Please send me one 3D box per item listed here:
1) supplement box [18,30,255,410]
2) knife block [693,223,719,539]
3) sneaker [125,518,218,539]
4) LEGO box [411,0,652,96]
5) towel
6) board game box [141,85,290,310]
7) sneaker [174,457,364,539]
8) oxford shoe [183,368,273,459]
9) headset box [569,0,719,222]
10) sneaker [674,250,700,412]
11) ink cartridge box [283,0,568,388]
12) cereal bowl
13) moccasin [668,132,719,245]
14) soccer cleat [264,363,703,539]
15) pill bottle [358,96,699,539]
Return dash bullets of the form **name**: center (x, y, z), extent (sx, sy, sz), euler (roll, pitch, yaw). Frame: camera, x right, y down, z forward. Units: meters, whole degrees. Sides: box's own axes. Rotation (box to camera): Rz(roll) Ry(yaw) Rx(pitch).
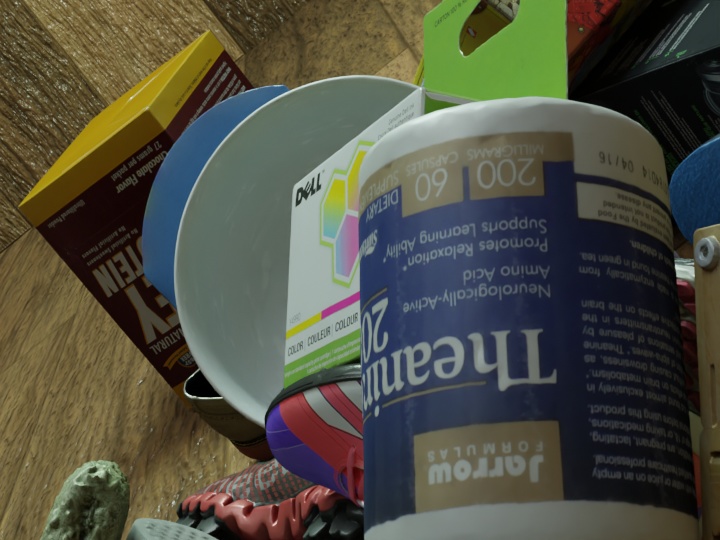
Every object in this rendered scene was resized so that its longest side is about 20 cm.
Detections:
- **supplement box**: center (-0.125, -0.044, 1.219), extent (0.132, 0.201, 0.198), euler (-33, 16, 21)
- **knife block**: center (0.196, 0.035, 0.524), extent (0.174, 0.203, 0.064), euler (4, -10, -29)
- **sneaker**: center (-0.060, 0.190, 0.665), extent (0.200, 0.075, 0.106), euler (26, 94, 56)
- **LEGO box**: center (0.102, -0.134, 0.895), extent (0.149, 0.077, 0.200), euler (-48, -9, -24)
- **towel**: center (-0.145, 0.185, 0.714), extent (0.148, 0.036, 0.202), euler (143, 143, -80)
- **board game box**: center (-0.047, -0.015, 1.022), extent (0.158, 0.200, 0.039), euler (-50, -15, 12)
- **sneaker**: center (-0.015, 0.112, 0.761), extent (0.199, 0.071, 0.098), euler (-16, 27, 52)
- **oxford shoe**: center (-0.019, 0.038, 0.940), extent (0.200, 0.075, 0.071), euler (-41, 43, 13)
- **headset box**: center (0.224, -0.122, 0.813), extent (0.174, 0.093, 0.199), euler (-48, 17, -28)
- **sneaker**: center (0.120, 0.017, 0.690), extent (0.075, 0.081, 0.199), euler (-43, 15, -22)
- **ink cartridge box**: center (0.027, -0.052, 0.704), extent (0.148, 0.075, 0.203), euler (150, 125, -63)
- **cereal bowl**: center (0.000, 0.000, 0.872), extent (0.199, 0.201, 0.083), euler (-38, -18, 4)
- **moccasin**: center (0.229, -0.046, 0.648), extent (0.198, 0.081, 0.068), euler (-10, 13, 29)
- **soccer cleat**: center (0.040, 0.083, 0.620), extent (0.198, 0.068, 0.074), euler (2, 54, 29)
- **pill bottle**: center (0.055, 0.055, 0.525), extent (0.110, 0.110, 0.203), euler (-23, 62, 46)
